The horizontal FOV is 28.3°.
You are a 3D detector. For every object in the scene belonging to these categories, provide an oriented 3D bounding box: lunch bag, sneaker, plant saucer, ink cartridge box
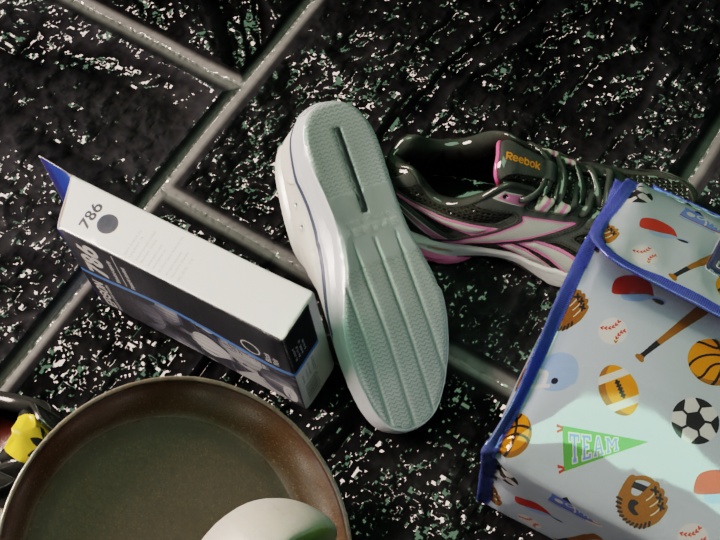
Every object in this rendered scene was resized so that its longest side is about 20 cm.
[{"bbox_3d":[0.177,0.060,0.773,0.169,0.124,0.201,27,69,12],"label":"lunch bag"},{"bbox_3d":[0.104,-0.042,0.862,0.198,0.087,0.081,0,62,7],"label":"sneaker"},{"bbox_3d":[-0.164,0.118,0.805,0.198,0.090,0.070,17,65,15],"label":"sneaker"},{"bbox_3d":[-0.099,0.159,0.761,0.198,0.032,0.202,6,77,-24],"label":"plant saucer"},{"bbox_3d":[-0.112,0.008,0.854,0.199,0.100,0.039,26,68,20],"label":"ink cartridge box"},{"bbox_3d":[0.000,0.000,0.861,0.072,0.071,0.202,-10,83,-22],"label":"sneaker"}]

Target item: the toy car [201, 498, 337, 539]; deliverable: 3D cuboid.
[{"bbox_3d":[-0.050,0.205,0.635,0.200,0.150,0.175,-43,66,1],"label":"toy car"}]
